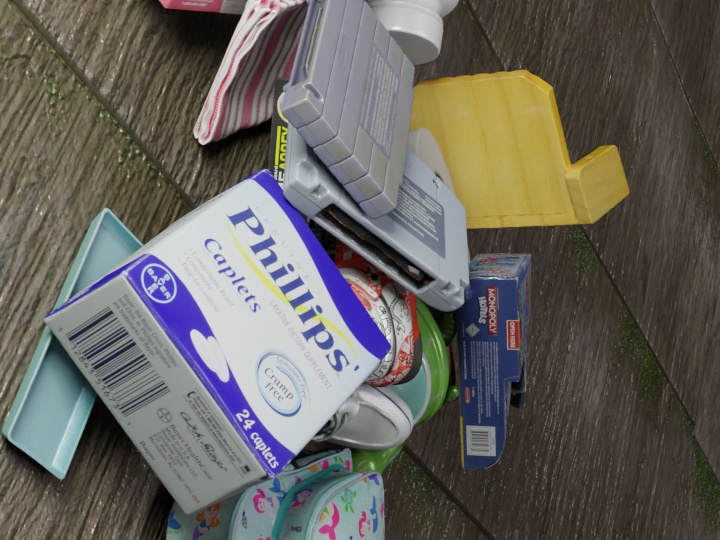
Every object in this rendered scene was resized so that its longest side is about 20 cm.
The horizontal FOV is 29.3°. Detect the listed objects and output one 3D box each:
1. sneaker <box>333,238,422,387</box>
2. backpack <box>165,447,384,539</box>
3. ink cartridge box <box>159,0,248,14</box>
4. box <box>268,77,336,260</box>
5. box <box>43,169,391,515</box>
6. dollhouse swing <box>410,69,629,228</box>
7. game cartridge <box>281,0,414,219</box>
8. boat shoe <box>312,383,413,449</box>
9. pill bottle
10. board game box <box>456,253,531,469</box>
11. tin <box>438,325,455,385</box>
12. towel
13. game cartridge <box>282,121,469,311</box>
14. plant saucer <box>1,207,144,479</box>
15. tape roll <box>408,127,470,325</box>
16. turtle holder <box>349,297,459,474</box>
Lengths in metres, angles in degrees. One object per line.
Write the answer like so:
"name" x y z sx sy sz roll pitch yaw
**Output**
"sneaker" 0.001 0.000 1.193 0.108 0.067 0.202 7 73 -62
"backpack" -0.071 0.243 1.165 0.200 0.150 0.178 -2 92 -55
"ink cartridge box" -0.077 -0.303 1.103 0.083 0.200 0.146 55 29 14
"box" -0.030 -0.090 1.281 0.200 0.044 0.161 -8 104 -71
"box" -0.102 0.049 1.053 0.184 0.105 0.200 55 37 -8
"dollhouse swing" 0.167 -0.143 1.519 0.182 0.199 0.176 -33 116 -55
"game cartridge" -0.006 -0.147 1.126 0.130 0.038 0.200 54 29 -32
"boat shoe" -0.043 0.121 1.204 0.199 0.074 0.067 22 26 -18
"pill bottle" 0.047 -0.318 1.399 0.120 0.119 0.201 28 66 -56
"board game box" 0.138 0.065 1.381 0.200 0.061 0.201 -62 151 -66
"tin" 0.063 0.040 1.444 0.112 0.042 0.201 46 34 -57
"towel" -0.062 -0.189 1.221 0.200 0.030 0.147 -30 152 -56
"game cartridge" 0.015 -0.064 1.161 0.200 0.041 0.133 36 32 -30
"plant saucer" -0.214 0.053 1.043 0.070 0.019 0.201 52 45 -46
"tape roll" 0.072 -0.045 1.407 0.203 0.037 0.204 -13 90 -77
"turtle holder" 0.002 0.105 1.322 0.132 0.141 0.186 -26 152 -41
